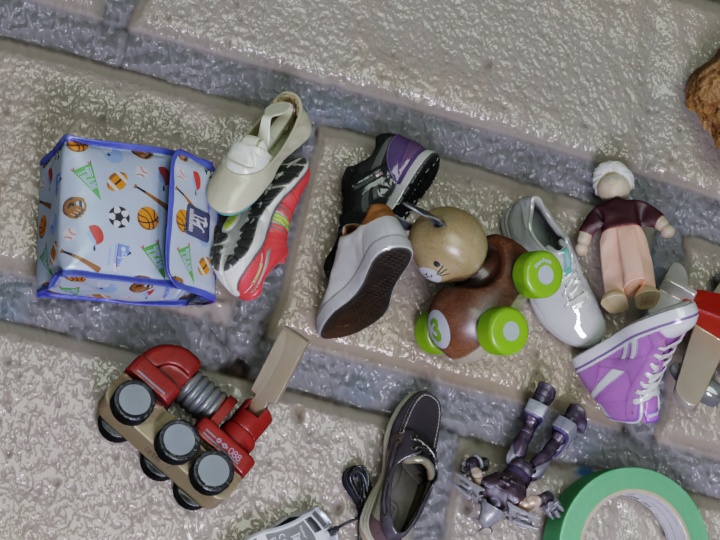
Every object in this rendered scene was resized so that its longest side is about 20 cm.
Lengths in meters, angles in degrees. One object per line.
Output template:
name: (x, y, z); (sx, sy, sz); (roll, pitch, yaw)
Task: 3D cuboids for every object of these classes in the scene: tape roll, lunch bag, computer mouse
tape roll: (0.312, 0.332, 1.702); (0.200, 0.048, 0.201); (4, 78, -19)
lunch bag: (-0.252, -0.051, 1.636); (0.199, 0.124, 0.171); (8, 73, -28)
computer mouse: (-0.064, 0.304, 1.633); (0.200, 0.044, 0.110); (-20, 87, -23)

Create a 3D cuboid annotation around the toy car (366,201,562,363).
toy car: (0.096, -0.008, 1.654); (0.200, 0.164, 0.158); (42, 69, -21)

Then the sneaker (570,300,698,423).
sneaker: (0.342, 0.113, 1.698); (0.073, 0.200, 0.115); (-18, 76, -34)

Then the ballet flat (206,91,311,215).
ballet flat: (-0.118, -0.143, 1.682); (0.069, 0.069, 0.200); (37, 46, -3)

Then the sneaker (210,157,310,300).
sneaker: (-0.111, -0.049, 1.698); (0.200, 0.077, 0.085); (-62, 138, -33)

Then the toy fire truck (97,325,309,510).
toy fire truck: (-0.165, 0.137, 1.616); (0.176, 0.129, 0.200); (42, 59, 0)

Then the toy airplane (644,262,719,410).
toy airplane: (0.441, 0.076, 1.776); (0.199, 0.141, 0.199); (-18, 44, -7)

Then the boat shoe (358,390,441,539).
boat shoe: (0.059, 0.224, 1.651); (0.072, 0.065, 0.200); (37, 56, -21)

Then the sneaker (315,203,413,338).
sneaker: (0.000, 0.000, 1.657); (0.073, 0.200, 0.085); (2, 53, -30)

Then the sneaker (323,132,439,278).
sneaker: (0.005, -0.077, 1.740); (0.087, 0.076, 0.200); (31, 73, 21)

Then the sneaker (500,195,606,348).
sneaker: (0.239, 0.001, 1.756); (0.075, 0.088, 0.200); (-29, 85, -20)

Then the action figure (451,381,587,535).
action figure: (0.190, 0.229, 1.687); (0.130, 0.069, 0.200); (31, 60, 14)

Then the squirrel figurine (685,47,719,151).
squirrel figurine: (0.529, -0.213, 1.875); (0.200, 0.142, 0.187); (-38, 98, -5)

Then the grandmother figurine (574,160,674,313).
grandmother figurine: (0.322, -0.048, 1.780); (0.121, 0.061, 0.201); (-4, 58, -3)
